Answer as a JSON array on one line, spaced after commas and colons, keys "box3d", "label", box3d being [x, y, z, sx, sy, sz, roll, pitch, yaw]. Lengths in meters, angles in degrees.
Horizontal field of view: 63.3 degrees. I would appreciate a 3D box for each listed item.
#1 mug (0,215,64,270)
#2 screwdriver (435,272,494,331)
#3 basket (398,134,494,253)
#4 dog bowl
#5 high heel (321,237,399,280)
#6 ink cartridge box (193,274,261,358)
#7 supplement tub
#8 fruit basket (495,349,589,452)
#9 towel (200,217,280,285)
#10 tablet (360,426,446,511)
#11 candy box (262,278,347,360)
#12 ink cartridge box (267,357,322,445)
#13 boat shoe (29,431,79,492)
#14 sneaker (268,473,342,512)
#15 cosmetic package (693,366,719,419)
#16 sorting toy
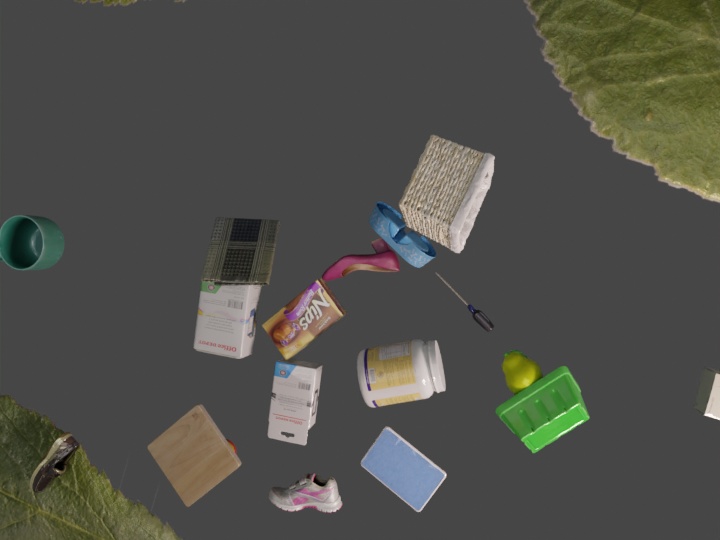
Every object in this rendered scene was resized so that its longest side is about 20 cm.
[{"box3d": [-0.941, -0.082, 1.669, 0.182, 0.114, 0.155, 14, 95, 12], "label": "mug"}, {"box3d": [0.262, 0.074, 1.468, 0.029, 0.028, 0.201, -37, 82, -20], "label": "screwdriver"}, {"box3d": [0.203, -0.175, 1.374, 0.159, 0.198, 0.203, 23, 83, 14], "label": "basket"}, {"box3d": [0.101, -0.086, 1.457, 0.200, 0.111, 0.050, 44, 112, 7], "label": "dog bowl"}, {"box3d": [0.000, 0.000, 1.496, 0.198, 0.067, 0.097, -30, 75, 8], "label": "high heel"}, {"box3d": [-0.356, 0.121, 1.567, 0.142, 0.087, 0.204, 8, 91, 12], "label": "ink cartridge box"}, {"box3d": [0.102, 0.252, 1.445, 0.196, 0.145, 0.148, -12, 89, 11], "label": "supplement tub"}, {"box3d": [0.417, 0.296, 1.405, 0.213, 0.156, 0.218, -22, 46, 24], "label": "fruit basket"}, {"box3d": [-0.314, -0.049, 1.540, 0.188, 0.035, 0.203, 3, 61, 7], "label": "towel"}, {"box3d": [0.110, 0.516, 1.519, 0.199, 0.014, 0.131, 37, 99, 9], "label": "tablet"}, {"box3d": [-0.147, 0.128, 1.539, 0.199, 0.056, 0.117, -38, 84, 12], "label": "candy box"}, {"box3d": [-0.174, 0.344, 1.545, 0.114, 0.068, 0.204, 9, 93, 11], "label": "ink cartridge box"}, {"box3d": [-0.890, 0.569, 1.699, 0.064, 0.073, 0.202, 34, 98, 14], "label": "boat shoe"}, {"box3d": [-0.145, 0.579, 1.545, 0.196, 0.081, 0.090, 0, 90, 3], "label": "sneaker"}, {"box3d": [0.881, 0.300, 1.322, 0.196, 0.073, 0.106, 13, 95, 10], "label": "cosmetic package"}, {"box3d": [-0.446, 0.499, 1.606, 0.199, 0.070, 0.200, -38, 84, 10], "label": "sorting toy"}]
